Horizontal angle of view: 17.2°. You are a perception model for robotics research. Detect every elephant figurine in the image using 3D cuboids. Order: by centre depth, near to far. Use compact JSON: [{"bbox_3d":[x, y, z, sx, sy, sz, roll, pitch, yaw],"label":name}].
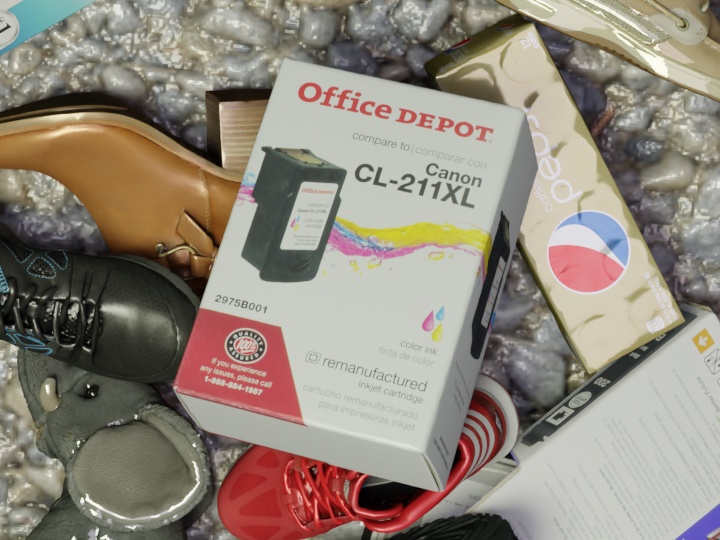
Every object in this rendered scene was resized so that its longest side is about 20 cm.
[{"bbox_3d":[-0.142,0.120,1.387,0.155,0.141,0.201,25,82,-37],"label":"elephant figurine"}]

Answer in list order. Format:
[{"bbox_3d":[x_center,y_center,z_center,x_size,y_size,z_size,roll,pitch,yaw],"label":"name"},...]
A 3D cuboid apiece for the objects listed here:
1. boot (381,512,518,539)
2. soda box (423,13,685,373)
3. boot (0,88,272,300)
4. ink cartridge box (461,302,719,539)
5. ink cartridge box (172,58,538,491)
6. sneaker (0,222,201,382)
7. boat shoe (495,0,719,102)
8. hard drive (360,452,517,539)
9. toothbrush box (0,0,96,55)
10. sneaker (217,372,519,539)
[{"bbox_3d":[0.047,0.237,1.373,0.199,0.076,0.169,-21,105,40],"label":"boot"},{"bbox_3d":[0.113,-0.046,1.398,0.067,0.064,0.201,-28,103,2],"label":"soda box"},{"bbox_3d":[-0.130,-0.023,1.379,0.198,0.074,0.156,-1,103,-3],"label":"boot"},{"bbox_3d":[0.176,0.158,1.424,0.199,0.043,0.199,-37,107,-15],"label":"ink cartridge box"},{"bbox_3d":[0.000,0.000,1.298,0.145,0.083,0.201,13,72,14],"label":"ink cartridge box"},{"bbox_3d":[-0.180,0.022,1.327,0.198,0.082,0.074,16,109,16],"label":"sneaker"},{"bbox_3d":[0.172,-0.149,1.380,0.199,0.072,0.065,24,100,-3],"label":"boat shoe"},{"bbox_3d":[0.061,0.203,1.458,0.139,0.038,0.202,16,100,-7],"label":"hard drive"},{"bbox_3d":[-0.166,-0.229,1.310,0.199,0.085,0.147,-29,121,0],"label":"toothbrush box"},{"bbox_3d":[-0.015,0.116,1.369,0.199,0.115,0.079,-26,90,23],"label":"sneaker"}]
